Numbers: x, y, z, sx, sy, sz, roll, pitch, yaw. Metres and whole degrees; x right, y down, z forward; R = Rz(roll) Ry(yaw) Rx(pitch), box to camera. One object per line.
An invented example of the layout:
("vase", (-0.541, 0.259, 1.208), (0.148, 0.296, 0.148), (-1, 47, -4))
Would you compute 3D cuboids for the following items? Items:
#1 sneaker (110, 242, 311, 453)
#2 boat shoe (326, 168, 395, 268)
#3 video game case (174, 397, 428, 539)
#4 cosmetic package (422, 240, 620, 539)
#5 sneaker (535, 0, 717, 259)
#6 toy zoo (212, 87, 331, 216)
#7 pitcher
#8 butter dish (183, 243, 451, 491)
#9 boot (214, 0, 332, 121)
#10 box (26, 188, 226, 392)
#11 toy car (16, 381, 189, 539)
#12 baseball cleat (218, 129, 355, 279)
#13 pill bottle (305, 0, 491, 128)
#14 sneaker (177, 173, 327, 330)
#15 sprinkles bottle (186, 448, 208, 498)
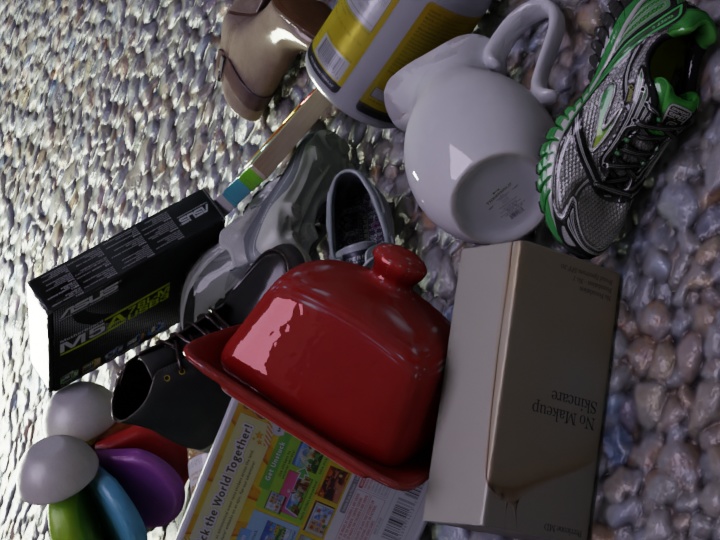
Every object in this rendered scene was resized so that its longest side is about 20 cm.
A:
("sneaker", (-0.120, 0.059, 1.315), (0.075, 0.106, 0.201), (40, 104, 44))
("boat shoe", (0.001, -0.001, 1.363), (0.070, 0.072, 0.202), (-19, 52, 13))
("video game case", (-0.048, 0.208, 1.273), (0.023, 0.181, 0.201), (-73, 6, -75))
("cosmetic package", (0.116, 0.089, 1.135), (0.073, 0.103, 0.202), (-9, 70, 55))
("sneaker", (0.189, -0.104, 1.130), (0.085, 0.078, 0.201), (24, 96, 57))
("toy zoo", (-0.085, -0.114, 1.522), (0.131, 0.020, 0.200), (-51, 7, -21))
("pitcher", (0.107, -0.123, 1.247), (0.171, 0.121, 0.200), (-43, 30, 17))
("butter dish", (0.002, 0.050, 1.185), (0.199, 0.199, 0.149), (30, 102, 13))
("boot", (-0.091, -0.221, 1.638), (0.147, 0.070, 0.200), (-65, 31, 25))
("box", (-0.232, 0.023, 1.566), (0.048, 0.199, 0.193), (54, 156, 15))
("toy car", (-0.244, 0.215, 1.598), (0.149, 0.176, 0.200), (-9, 30, 13))
("baseball cleat", (-0.073, -0.062, 1.447), (0.106, 0.070, 0.200), (-21, 22, 28))
("pill bottle", (0.045, -0.230, 1.377), (0.200, 0.111, 0.112), (-53, 38, 29))
("sneaker", (-0.103, 0.001, 1.525), (0.200, 0.074, 0.079), (-52, 46, 14))
("sprinkles bottle", (-0.121, 0.220, 1.454), (0.068, 0.068, 0.201), (-36, 55, 44))
